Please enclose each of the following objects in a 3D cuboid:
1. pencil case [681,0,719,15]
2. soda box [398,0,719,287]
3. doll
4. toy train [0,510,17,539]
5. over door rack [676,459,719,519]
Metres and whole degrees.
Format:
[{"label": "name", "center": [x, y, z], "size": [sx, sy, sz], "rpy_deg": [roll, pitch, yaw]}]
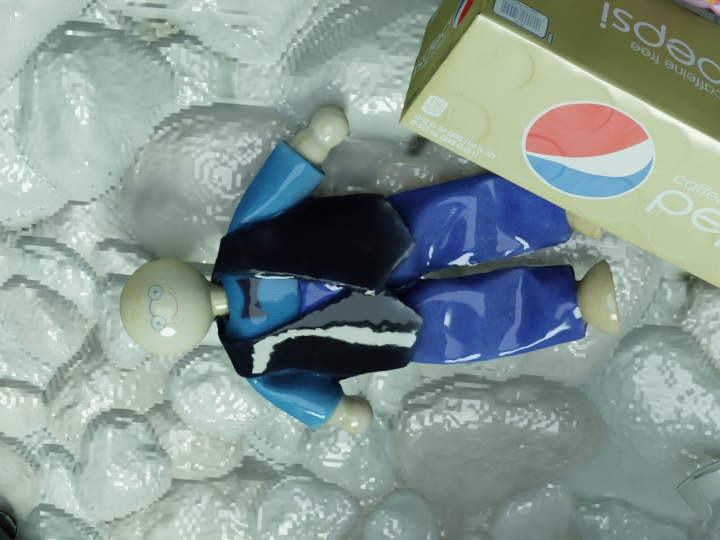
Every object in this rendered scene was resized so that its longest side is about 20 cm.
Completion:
[{"label": "pencil case", "center": [0.161, -0.191, 0.647], "size": [0.087, 0.087, 0.200], "rpy_deg": [34, 105, -9]}, {"label": "soda box", "center": [0.121, -0.052, 0.683], "size": [0.200, 0.064, 0.068], "rpy_deg": [27, 138, -11]}, {"label": "doll", "center": [0.000, 0.000, 0.731], "size": [0.200, 0.048, 0.137], "rpy_deg": [-9, 97, 3]}, {"label": "toy train", "center": [-0.119, 0.190, 0.806], "size": [0.046, 0.034, 0.200], "rpy_deg": [-37, 103, 16]}, {"label": "over door rack", "center": [0.249, 0.111, 0.711], "size": [0.200, 0.067, 0.148], "rpy_deg": [44, 140, 7]}]
